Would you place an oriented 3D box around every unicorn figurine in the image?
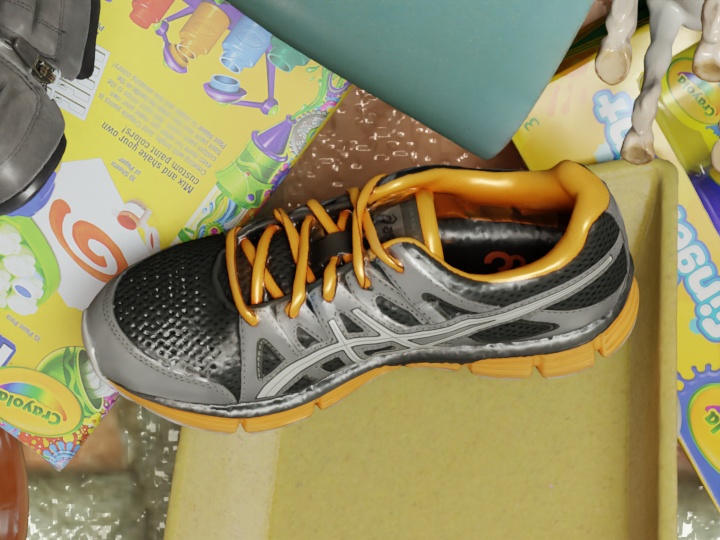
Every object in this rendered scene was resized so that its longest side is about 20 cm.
[{"bbox_3d":[0.115,-0.108,0.786,0.073,0.200,0.138,12,70,-4],"label":"unicorn figurine"}]

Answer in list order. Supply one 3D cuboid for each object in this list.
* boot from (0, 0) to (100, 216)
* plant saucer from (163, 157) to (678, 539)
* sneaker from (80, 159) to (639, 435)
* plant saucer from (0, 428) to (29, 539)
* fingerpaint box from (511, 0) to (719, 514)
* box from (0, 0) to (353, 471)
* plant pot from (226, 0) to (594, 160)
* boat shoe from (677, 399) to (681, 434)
[{"bbox_3d":[-0.140,-0.129,0.746,0.131,0.070,0.201,28,71,-46],"label":"boot"},{"bbox_3d":[0.029,0.064,0.836,0.199,0.201,0.049,-9,143,21],"label":"plant saucer"},{"bbox_3d":[0.000,0.000,0.777,0.199,0.079,0.077,-10,147,-5],"label":"sneaker"},{"bbox_3d":[-0.218,0.068,0.868,0.032,0.200,0.200,-33,103,33],"label":"plant saucer"},{"bbox_3d":[0.171,-0.025,0.902,0.166,0.073,0.201,-28,102,6],"label":"fingerpaint box"},{"bbox_3d":[-0.136,-0.068,0.866,0.200,0.122,0.193,37,100,-9],"label":"box"},{"bbox_3d":[0.011,-0.161,0.757,0.160,0.201,0.201,24,102,-5],"label":"plant pot"},{"bbox_3d":[0.039,0.073,0.910,0.200,0.070,0.072,-3,134,25],"label":"boat shoe"}]
